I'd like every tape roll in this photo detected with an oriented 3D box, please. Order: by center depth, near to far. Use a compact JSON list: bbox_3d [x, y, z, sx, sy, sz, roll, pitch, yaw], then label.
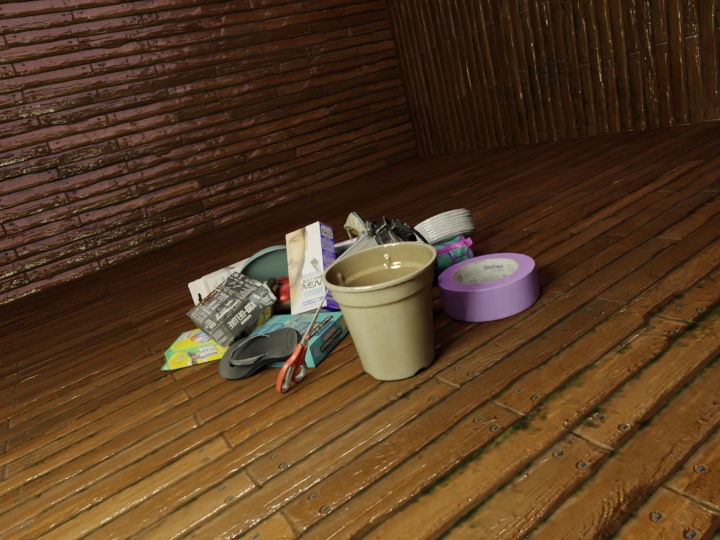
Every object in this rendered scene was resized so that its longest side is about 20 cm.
[{"bbox_3d":[0.259,0.031,1.062,0.195,0.067,0.201,-14,17,4],"label":"tape roll"}]

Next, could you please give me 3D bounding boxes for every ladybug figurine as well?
[{"bbox_3d":[-0.216,0.063,1.385,0.195,0.074,0.136,-14,16,6],"label":"ladybug figurine"}]

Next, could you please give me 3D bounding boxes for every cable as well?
[{"bbox_3d":[0.203,-0.089,1.352,0.198,0.071,0.198,-7,-18,-48],"label":"cable"}]

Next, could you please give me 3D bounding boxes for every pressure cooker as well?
[{"bbox_3d":[0.054,-0.003,1.058,0.199,0.181,0.175,-38,-23,16],"label":"pressure cooker"}]

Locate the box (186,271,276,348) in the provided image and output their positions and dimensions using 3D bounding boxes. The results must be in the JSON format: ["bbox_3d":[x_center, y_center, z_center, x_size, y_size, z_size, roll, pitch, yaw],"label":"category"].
[{"bbox_3d":[-0.298,0.082,1.191,0.158,0.050,0.198,-45,28,-21],"label":"box"}]

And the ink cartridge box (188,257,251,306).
[{"bbox_3d":[-0.371,0.055,1.480,0.197,0.118,0.067,-25,18,-27],"label":"ink cartridge box"}]

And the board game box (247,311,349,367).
[{"bbox_3d":[-0.142,0.144,1.096,0.196,0.048,0.151,-6,20,31],"label":"board game box"}]

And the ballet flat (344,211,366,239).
[{"bbox_3d":[0.011,-0.091,1.459,0.068,0.071,0.200,-21,40,-19],"label":"ballet flat"}]

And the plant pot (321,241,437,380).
[{"bbox_3d":[0.049,0.073,0.894,0.195,0.188,0.201,-12,19,4],"label":"plant pot"}]

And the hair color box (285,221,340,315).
[{"bbox_3d":[-0.114,0.001,1.239,0.107,0.205,0.064,-17,-21,31],"label":"hair color box"}]

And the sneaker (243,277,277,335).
[{"bbox_3d":[-0.242,0.092,1.261,0.074,0.077,0.201,-20,27,22],"label":"sneaker"}]

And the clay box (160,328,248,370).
[{"bbox_3d":[-0.363,0.171,1.217,0.195,0.049,0.115,-13,16,7],"label":"clay box"}]

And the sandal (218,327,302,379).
[{"bbox_3d":[-0.204,0.154,1.016,0.197,0.078,0.043,-25,-33,22],"label":"sandal"}]

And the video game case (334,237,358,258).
[{"bbox_3d":[-0.052,-0.021,1.408,0.195,0.144,0.018,-15,50,3],"label":"video game case"}]

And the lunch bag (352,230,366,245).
[{"bbox_3d":[0.000,0.000,1.266,0.162,0.075,0.201,-56,14,14],"label":"lunch bag"}]

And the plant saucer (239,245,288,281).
[{"bbox_3d":[-0.234,-0.007,1.396,0.196,0.202,0.028,-20,61,-11],"label":"plant saucer"}]

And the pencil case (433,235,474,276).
[{"bbox_3d":[0.170,-0.019,1.250,0.196,0.093,0.086,-17,55,-10],"label":"pencil case"}]

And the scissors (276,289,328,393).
[{"bbox_3d":[-0.101,0.127,0.905,0.014,0.204,0.072,34,29,28],"label":"scissors"}]
